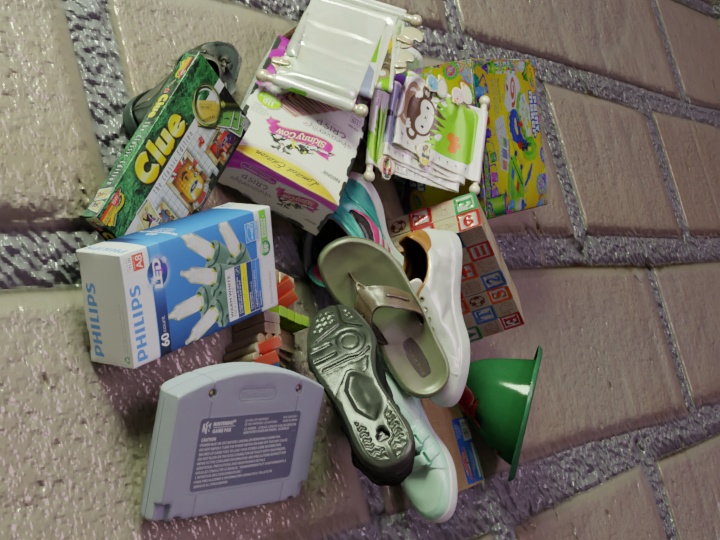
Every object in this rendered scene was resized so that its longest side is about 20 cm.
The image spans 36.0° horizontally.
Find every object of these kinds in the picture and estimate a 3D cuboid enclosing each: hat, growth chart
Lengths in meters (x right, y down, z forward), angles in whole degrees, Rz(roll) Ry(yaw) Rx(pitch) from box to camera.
[{"bbox_3d":[0.127,0.151,1.391,0.166,0.175,0.201,-63,163,-60],"label":"hat"},{"bbox_3d":[0.080,-0.163,1.302,0.199,0.018,0.146,6,83,-40],"label":"growth chart"},{"bbox_3d":[-0.013,-0.248,1.237,0.144,0.018,0.201,24,50,2],"label":"growth chart"}]

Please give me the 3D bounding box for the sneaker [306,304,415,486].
[{"bbox_3d":[0.001,0.135,1.135,0.115,0.076,0.200,82,-17,-56],"label":"sneaker"}]

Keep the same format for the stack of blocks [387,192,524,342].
[{"bbox_3d":[0.122,0.005,1.385,0.200,0.114,0.059,59,18,-44],"label":"stack of blocks"}]

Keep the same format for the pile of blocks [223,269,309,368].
[{"bbox_3d":[-0.090,0.079,1.117,0.082,0.062,0.201,47,41,-28],"label":"pile of blocks"}]

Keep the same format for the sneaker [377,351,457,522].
[{"bbox_3d":[0.033,0.189,1.218,0.118,0.073,0.202,-4,71,-56],"label":"sneaker"}]

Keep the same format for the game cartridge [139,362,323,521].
[{"bbox_3d":[-0.114,0.152,1.022,0.199,0.041,0.134,5,101,-53],"label":"game cartridge"}]

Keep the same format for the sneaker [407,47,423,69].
[{"bbox_3d":[0.001,-0.312,1.451,0.200,0.077,0.082,31,30,-49],"label":"sneaker"}]

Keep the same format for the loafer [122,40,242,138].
[{"bbox_3d":[-0.167,-0.189,1.148,0.072,0.063,0.200,55,37,-16],"label":"loafer"}]

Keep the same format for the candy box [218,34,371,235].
[{"bbox_3d":[-0.070,-0.153,1.224,0.136,0.061,0.201,28,48,-12],"label":"candy box"}]

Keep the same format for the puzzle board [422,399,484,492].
[{"bbox_3d":[0.088,0.171,1.342,0.150,0.017,0.202,-1,74,-60],"label":"puzzle board"}]

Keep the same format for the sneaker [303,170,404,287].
[{"bbox_3d":[0.000,0.000,1.263,0.121,0.083,0.201,-45,115,-48],"label":"sneaker"}]

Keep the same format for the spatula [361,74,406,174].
[{"bbox_3d":[0.019,-0.137,1.321,0.056,0.021,0.201,9,106,-36],"label":"spatula"}]

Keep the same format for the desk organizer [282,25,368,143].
[{"bbox_3d":[-0.012,-0.223,1.364,0.201,0.077,0.072,59,36,-15],"label":"desk organizer"}]

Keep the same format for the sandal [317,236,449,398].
[{"bbox_3d":[0.032,0.048,1.182,0.201,0.080,0.057,53,1,-5],"label":"sandal"}]

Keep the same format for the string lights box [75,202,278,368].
[{"bbox_3d":[-0.163,0.009,1.023,0.200,0.059,0.104,-25,115,-52],"label":"string lights box"}]

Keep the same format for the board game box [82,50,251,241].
[{"bbox_3d":[-0.178,-0.099,1.052,0.105,0.023,0.201,52,55,-43],"label":"board game box"}]

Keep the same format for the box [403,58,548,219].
[{"bbox_3d":[0.151,-0.174,1.482,0.192,0.121,0.202,-14,99,-55],"label":"box"}]

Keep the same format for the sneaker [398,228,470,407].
[{"bbox_3d":[0.070,0.053,1.246,0.084,0.073,0.202,4,78,-38],"label":"sneaker"}]
